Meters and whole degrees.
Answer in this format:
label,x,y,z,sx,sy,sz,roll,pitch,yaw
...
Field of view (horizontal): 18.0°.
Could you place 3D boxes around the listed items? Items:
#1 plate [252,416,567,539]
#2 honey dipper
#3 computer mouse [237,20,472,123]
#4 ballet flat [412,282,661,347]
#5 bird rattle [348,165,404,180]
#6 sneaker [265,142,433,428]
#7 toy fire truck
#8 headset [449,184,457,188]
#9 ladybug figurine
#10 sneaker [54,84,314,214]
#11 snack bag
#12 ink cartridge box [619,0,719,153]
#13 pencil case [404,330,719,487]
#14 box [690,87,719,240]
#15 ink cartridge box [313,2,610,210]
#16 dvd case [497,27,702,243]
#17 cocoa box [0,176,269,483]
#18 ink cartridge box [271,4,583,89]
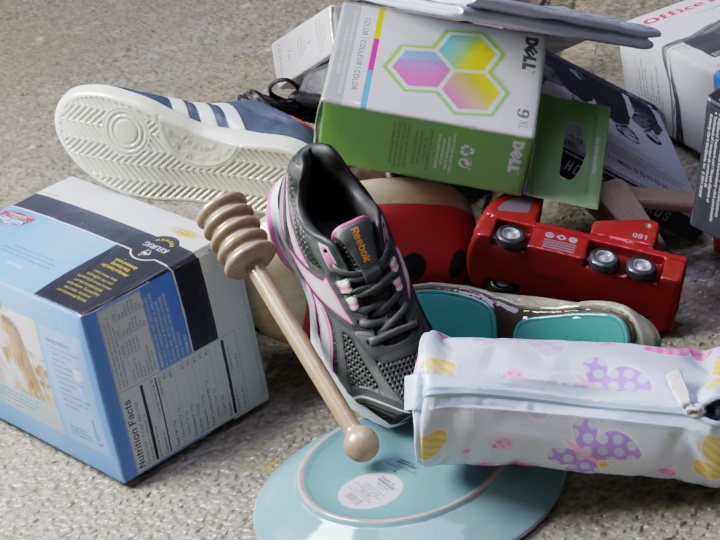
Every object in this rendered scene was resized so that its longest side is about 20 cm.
label,x,y,z,sx,sy,sz,roll,pitch,yaw
plate,0.028,0.127,1.407,0.198,0.026,0.201,-9,26,5
honey dipper,-0.045,0.038,1.439,0.038,0.038,0.201,-22,65,-19
computer mouse,0.015,-0.140,1.760,0.199,0.053,0.138,-18,-8,40
ballet flat,0.106,0.047,1.513,0.199,0.068,0.062,7,2,29
bird rattle,0.002,-0.052,1.659,0.163,0.113,0.200,-52,10,-16
sneaker,-0.004,0.007,1.446,0.080,0.086,0.201,-27,69,-18
toy fire truck,0.182,-0.025,1.559,0.198,0.049,0.141,14,39,10
headset,0.070,-0.107,1.778,0.123,0.095,0.200,-23,16,-19
ladybug figurine,0.000,0.000,1.572,0.199,0.136,0.072,-14,55,-20
sneaker,-0.113,-0.092,1.598,0.199,0.075,0.085,17,29,6
snack bag,0.081,-0.186,1.610,0.188,0.022,0.199,3,9,-38
ink cartridge box,0.312,-0.153,1.772,0.144,0.084,0.200,-20,26,-16
pencil case,0.127,0.082,1.348,0.198,0.084,0.091,4,8,9
box,0.333,-0.057,1.486,0.199,0.107,0.122,29,46,29
ink cartridge box,0.074,-0.113,1.549,0.198,0.060,0.104,10,47,1
dvd case,0.173,-0.104,1.691,0.150,0.025,0.200,26,24,-17
cocoa box,-0.181,0.036,1.559,0.131,0.134,0.199,-29,31,-32
ink cartridge box,0.057,-0.186,1.837,0.199,0.045,0.176,0,-14,-35
